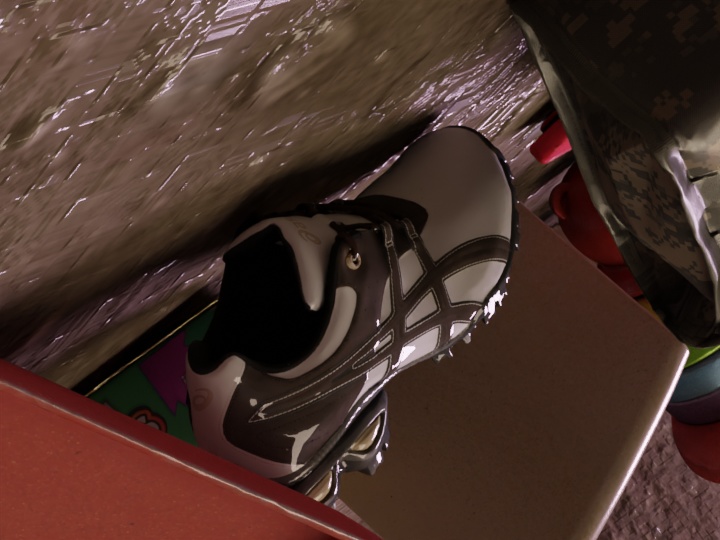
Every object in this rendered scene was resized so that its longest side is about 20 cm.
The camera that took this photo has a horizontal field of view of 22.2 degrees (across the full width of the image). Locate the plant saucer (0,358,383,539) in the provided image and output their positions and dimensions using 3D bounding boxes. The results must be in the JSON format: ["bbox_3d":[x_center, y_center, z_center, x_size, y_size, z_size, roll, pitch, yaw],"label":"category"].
[{"bbox_3d":[-0.118,0.112,0.646,0.199,0.037,0.200,28,124,-32],"label":"plant saucer"}]

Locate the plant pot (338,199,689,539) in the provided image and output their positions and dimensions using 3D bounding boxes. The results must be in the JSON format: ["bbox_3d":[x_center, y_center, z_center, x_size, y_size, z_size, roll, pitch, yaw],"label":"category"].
[{"bbox_3d":[0.071,0.071,1.003,0.177,0.200,0.200,-48,171,-1],"label":"plant pot"}]

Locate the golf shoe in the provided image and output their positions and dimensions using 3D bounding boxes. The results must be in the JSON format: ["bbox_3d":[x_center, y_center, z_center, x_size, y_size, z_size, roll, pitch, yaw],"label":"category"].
[{"bbox_3d":[0.000,0.000,0.706,0.201,0.077,0.095,-58,143,-34],"label":"golf shoe"}]

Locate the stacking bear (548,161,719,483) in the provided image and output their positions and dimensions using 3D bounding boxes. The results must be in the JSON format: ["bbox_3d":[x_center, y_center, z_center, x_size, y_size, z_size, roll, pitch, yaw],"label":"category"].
[{"bbox_3d":[0.192,0.010,1.117,0.121,0.201,0.114,-40,-161,-11],"label":"stacking bear"}]

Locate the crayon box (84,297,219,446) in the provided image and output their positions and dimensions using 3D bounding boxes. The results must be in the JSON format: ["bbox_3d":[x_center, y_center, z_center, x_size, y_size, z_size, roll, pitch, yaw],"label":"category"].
[{"bbox_3d":[-0.110,0.098,0.825,0.199,0.058,0.173,-37,169,-2],"label":"crayon box"}]

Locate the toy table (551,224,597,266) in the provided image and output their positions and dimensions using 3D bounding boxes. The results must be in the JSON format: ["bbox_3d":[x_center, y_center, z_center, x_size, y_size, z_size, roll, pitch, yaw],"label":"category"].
[{"bbox_3d":[0.196,0.003,1.268,0.199,0.118,0.184,-24,172,-37],"label":"toy table"}]

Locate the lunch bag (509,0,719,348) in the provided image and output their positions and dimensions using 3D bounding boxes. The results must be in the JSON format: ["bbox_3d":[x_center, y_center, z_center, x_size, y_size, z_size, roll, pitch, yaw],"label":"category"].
[{"bbox_3d":[0.172,-0.064,0.729,0.164,0.118,0.200,-37,142,-2],"label":"lunch bag"}]

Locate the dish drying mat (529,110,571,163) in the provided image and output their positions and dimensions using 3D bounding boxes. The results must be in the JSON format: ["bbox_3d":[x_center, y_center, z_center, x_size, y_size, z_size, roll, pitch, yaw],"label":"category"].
[{"bbox_3d":[0.161,-0.127,0.887,0.200,0.018,0.077,-45,170,31],"label":"dish drying mat"}]
